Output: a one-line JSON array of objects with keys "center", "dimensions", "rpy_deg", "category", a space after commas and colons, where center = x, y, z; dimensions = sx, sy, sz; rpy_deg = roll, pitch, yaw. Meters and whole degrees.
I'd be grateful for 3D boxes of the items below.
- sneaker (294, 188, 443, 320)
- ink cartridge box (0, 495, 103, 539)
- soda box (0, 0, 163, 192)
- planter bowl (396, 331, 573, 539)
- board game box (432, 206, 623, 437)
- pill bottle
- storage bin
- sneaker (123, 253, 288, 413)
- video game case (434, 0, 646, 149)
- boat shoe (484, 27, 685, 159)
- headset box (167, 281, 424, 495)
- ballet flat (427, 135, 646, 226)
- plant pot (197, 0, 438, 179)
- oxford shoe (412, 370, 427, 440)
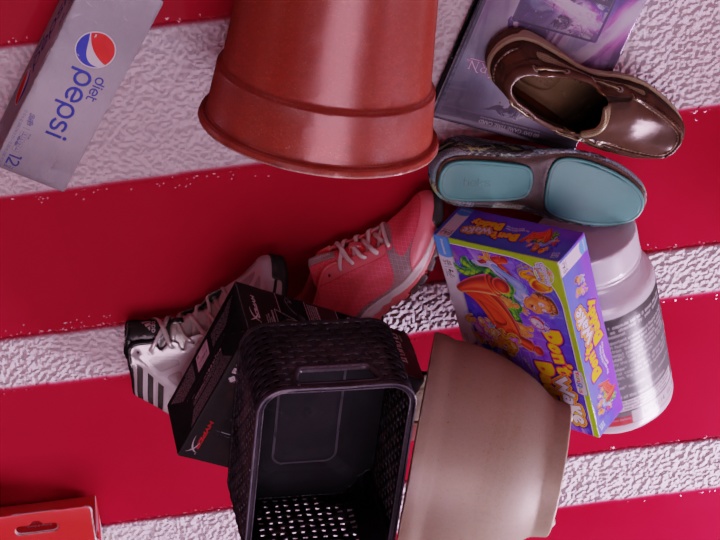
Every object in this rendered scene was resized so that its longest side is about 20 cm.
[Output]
[{"center": [0.000, 0.000, 1.695], "dimensions": [0.087, 0.074, 0.200], "rpy_deg": [28, 115, -22], "category": "sneaker"}, {"center": [-0.309, 0.294, 1.851], "dimensions": [0.116, 0.067, 0.201], "rpy_deg": [-6, 125, -6], "category": "ink cartridge box"}, {"center": [-0.234, -0.167, 1.544], "dimensions": [0.068, 0.064, 0.200], "rpy_deg": [21, 119, -21], "category": "soda box"}, {"center": [0.112, 0.166, 1.653], "dimensions": [0.134, 0.201, 0.201], "rpy_deg": [11, 124, 2], "category": "planter bowl"}, {"center": [0.151, 0.046, 1.673], "dimensions": [0.134, 0.045, 0.201], "rpy_deg": [14, 135, 38], "category": "board game box"}, {"center": [0.223, 0.043, 1.736], "dimensions": [0.113, 0.114, 0.201], "rpy_deg": [-15, 126, 1], "category": "pill bottle"}, {"center": [-0.036, 0.148, 1.597], "dimensions": [0.134, 0.094, 0.201], "rpy_deg": [-3, 127, -14], "category": "storage bin"}, {"center": [-0.150, 0.056, 1.707], "dimensions": [0.115, 0.076, 0.201], "rpy_deg": [19, 122, -23], "category": "sneaker"}, {"center": [0.159, -0.203, 1.614], "dimensions": [0.142, 0.019, 0.201], "rpy_deg": [13, 121, -18], "category": "video game case"}, {"center": [0.197, -0.135, 1.610], "dimensions": [0.202, 0.075, 0.075], "rpy_deg": [19, 120, -22], "category": "boat shoe"}, {"center": [-0.050, 0.112, 1.673], "dimensions": [0.199, 0.077, 0.149], "rpy_deg": [18, 119, -25], "category": "headset box"}, {"center": [0.156, -0.086, 1.663], "dimensions": [0.199, 0.074, 0.074], "rpy_deg": [10, 122, -13], "category": "ballet flat"}, {"center": [-0.020, -0.203, 1.488], "dimensions": [0.200, 0.201, 0.196], "rpy_deg": [3, 116, -12], "category": "plant pot"}, {"center": [-0.028, 0.111, 1.785], "dimensions": [0.199, 0.070, 0.075], "rpy_deg": [9, 96, -14], "category": "oxford shoe"}]
